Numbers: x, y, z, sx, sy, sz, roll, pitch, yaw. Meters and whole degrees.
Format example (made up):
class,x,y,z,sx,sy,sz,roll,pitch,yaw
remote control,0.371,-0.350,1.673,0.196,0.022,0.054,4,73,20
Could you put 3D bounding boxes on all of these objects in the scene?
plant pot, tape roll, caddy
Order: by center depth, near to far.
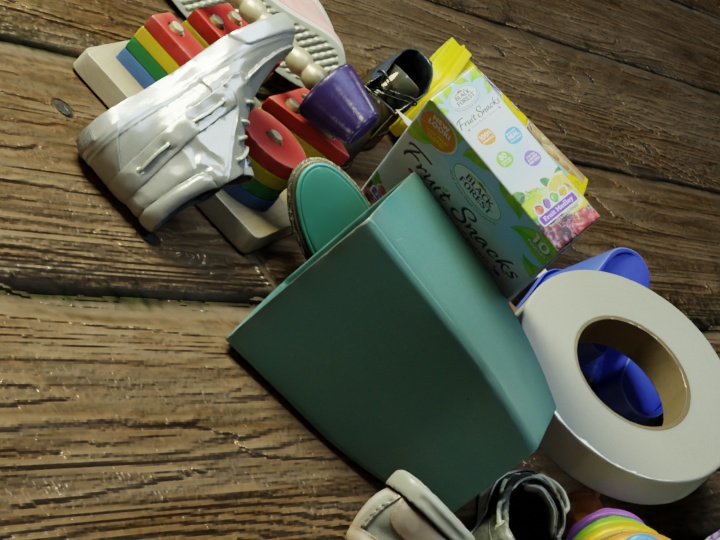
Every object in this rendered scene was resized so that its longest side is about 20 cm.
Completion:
class,x,y,z,sx,sy,sz,roll,pitch,yaw
plant pot,0.037,0.062,1.423,0.200,0.141,0.141,49,22,-2
tape roll,0.205,0.090,1.576,0.202,0.037,0.203,18,46,-19
caddy,0.196,0.070,1.727,0.142,0.105,0.200,57,34,-8

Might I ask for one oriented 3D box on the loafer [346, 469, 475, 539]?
class,x,y,z,sx,sy,sz,roll,pitch,yaw
loafer,0.073,0.222,1.323,0.200,0.063,0.072,48,-11,-2

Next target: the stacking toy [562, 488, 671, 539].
class,x,y,z,sx,sy,sz,roll,pitch,yaw
stacking toy,0.186,0.218,1.486,0.110,0.116,0.200,31,12,-20

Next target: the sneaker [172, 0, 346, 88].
class,x,y,z,sx,sy,sz,roll,pitch,yaw
sneaker,-0.099,-0.238,1.799,0.200,0.075,0.105,37,13,-11

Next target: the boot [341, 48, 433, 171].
class,x,y,z,sx,sy,sz,roll,pitch,yaw
boot,0.000,-0.149,1.775,0.075,0.097,0.200,45,22,1

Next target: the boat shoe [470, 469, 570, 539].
class,x,y,z,sx,sy,sz,roll,pitch,yaw
boat shoe,0.121,0.183,1.451,0.071,0.064,0.200,46,21,1

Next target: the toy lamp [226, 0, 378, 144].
class,x,y,z,sx,sy,sz,roll,pitch,yaw
toy lamp,-0.065,-0.182,1.590,0.200,0.058,0.058,46,22,6

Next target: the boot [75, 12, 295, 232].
class,x,y,z,sx,sy,sz,roll,pitch,yaw
boot,-0.105,-0.105,1.464,0.200,0.074,0.096,-36,87,-26

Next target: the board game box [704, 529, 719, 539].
class,x,y,z,sx,sy,sz,roll,pitch,yaw
board game box,0.308,0.301,1.521,0.200,0.105,0.103,50,23,15

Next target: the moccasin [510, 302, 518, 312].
class,x,y,z,sx,sy,sz,roll,pitch,yaw
moccasin,0.101,0.052,1.633,0.078,0.074,0.202,23,30,-34

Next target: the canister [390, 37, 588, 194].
class,x,y,z,sx,sy,sz,roll,pitch,yaw
canister,0.124,-0.119,1.960,0.200,0.087,0.149,45,22,-5

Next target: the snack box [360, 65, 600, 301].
class,x,y,z,sx,sy,sz,roll,pitch,yaw
snack box,0.080,-0.046,1.486,0.053,0.200,0.142,-39,86,-25

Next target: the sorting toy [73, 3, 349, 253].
class,x,y,z,sx,sy,sz,roll,pitch,yaw
sorting toy,-0.099,-0.124,1.595,0.199,0.070,0.200,48,22,6

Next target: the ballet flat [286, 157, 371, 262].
class,x,y,z,sx,sy,sz,roll,pitch,yaw
ballet flat,0.000,0.000,1.556,0.200,0.068,0.075,53,-13,-13

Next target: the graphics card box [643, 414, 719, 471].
class,x,y,z,sx,sy,sz,roll,pitch,yaw
graphics card box,0.320,0.141,1.731,0.125,0.051,0.200,8,1,-3

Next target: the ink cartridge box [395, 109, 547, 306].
class,x,y,z,sx,sy,sz,roll,pitch,yaw
ink cartridge box,0.090,-0.047,1.770,0.163,0.057,0.200,55,14,20
